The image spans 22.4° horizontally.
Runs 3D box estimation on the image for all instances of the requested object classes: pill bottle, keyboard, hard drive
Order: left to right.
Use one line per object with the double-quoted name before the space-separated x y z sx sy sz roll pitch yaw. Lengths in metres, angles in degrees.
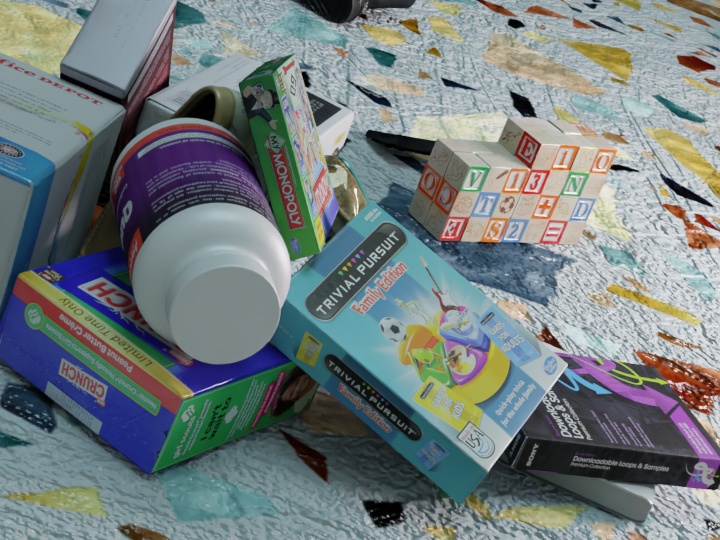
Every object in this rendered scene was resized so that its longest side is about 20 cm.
"pill bottle" -0.114 -0.020 1.294 0.111 0.113 0.200 12 26 -21
"keyboard" 0.108 -0.119 1.990 0.198 0.040 0.104 6 5 -29
"hard drive" 0.190 0.131 1.531 0.131 0.026 0.200 24 24 4

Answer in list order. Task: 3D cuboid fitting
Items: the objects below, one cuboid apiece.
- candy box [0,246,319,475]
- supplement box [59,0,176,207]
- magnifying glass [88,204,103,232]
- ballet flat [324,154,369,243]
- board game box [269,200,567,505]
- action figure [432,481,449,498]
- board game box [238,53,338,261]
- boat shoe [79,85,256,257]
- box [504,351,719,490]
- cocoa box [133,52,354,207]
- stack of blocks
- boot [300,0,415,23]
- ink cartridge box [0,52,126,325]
"candy box" -0.142 0.054 1.349 0.168 0.078 0.199 34 28 23
"supplement box" -0.206 -0.147 1.534 0.060 0.200 0.110 22 61 3
"magnifying glass" -0.165 -0.018 1.499 0.199 0.080 0.022 22 39 28
"ballet flat" 0.000 0.000 1.544 0.065 0.070 0.201 -32 90 -32
"board game box" 0.040 0.057 1.358 0.200 0.047 0.151 40 41 5
"action figure" 0.023 0.094 1.410 0.201 0.055 0.118 53 2 29
"board game box" -0.053 -0.092 1.402 0.029 0.136 0.200 -15 10 6
"boat shoe" -0.162 -0.072 1.442 0.066 0.200 0.074 27 20 -53
"box" 0.185 0.117 1.482 0.198 0.036 0.143 8 28 -26
"cocoa box" -0.112 -0.088 1.600 0.132 0.132 0.200 27 25 9
"stack of blocks" 0.157 -0.092 1.858 0.199 0.116 0.059 0 31 -39
"boot" -0.036 -0.397 2.368 0.200 0.077 0.168 39 32 18
"ink cartridge box" -0.292 -0.063 1.378 0.145 0.147 0.200 23 24 4
